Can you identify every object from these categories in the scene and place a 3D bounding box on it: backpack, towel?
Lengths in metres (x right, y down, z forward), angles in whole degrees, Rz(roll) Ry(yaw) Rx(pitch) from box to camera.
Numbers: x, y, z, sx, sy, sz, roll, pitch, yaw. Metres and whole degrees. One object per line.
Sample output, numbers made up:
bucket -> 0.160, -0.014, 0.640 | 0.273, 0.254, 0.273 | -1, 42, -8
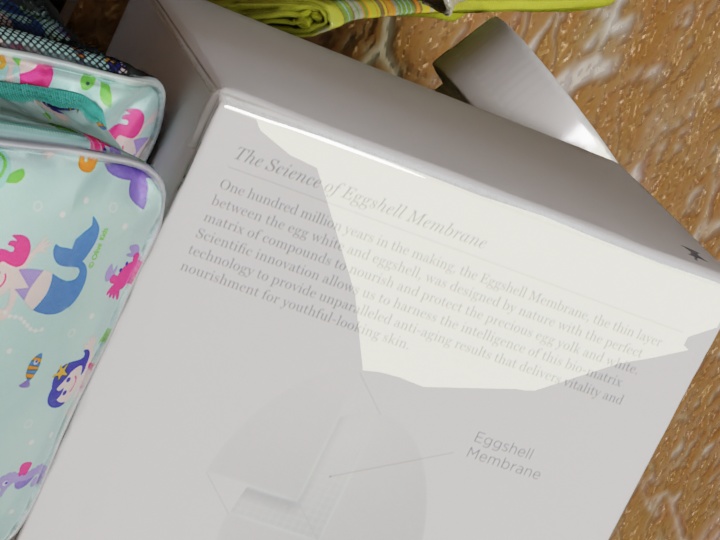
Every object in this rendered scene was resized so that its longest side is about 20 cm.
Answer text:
backpack -> -0.169, -0.010, 0.855 | 0.199, 0.151, 0.178 | 16, 106, -38
towel -> 0.013, -0.100, 1.122 | 0.200, 0.086, 0.018 | -10, 103, -53

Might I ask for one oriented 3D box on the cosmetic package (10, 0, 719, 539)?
cosmetic package -> -0.015, 0.038, 0.981 | 0.199, 0.123, 0.201 | 20, 107, -25

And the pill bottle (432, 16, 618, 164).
pill bottle -> 0.000, 0.000, 1.103 | 0.200, 0.110, 0.110 | -38, 147, 1

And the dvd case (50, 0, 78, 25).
dvd case -> -0.120, -0.152, 0.946 | 0.150, 0.025, 0.201 | 24, 93, -58

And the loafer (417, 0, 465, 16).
loafer -> -0.028, -0.138, 0.998 | 0.068, 0.076, 0.200 | -52, 133, 4
